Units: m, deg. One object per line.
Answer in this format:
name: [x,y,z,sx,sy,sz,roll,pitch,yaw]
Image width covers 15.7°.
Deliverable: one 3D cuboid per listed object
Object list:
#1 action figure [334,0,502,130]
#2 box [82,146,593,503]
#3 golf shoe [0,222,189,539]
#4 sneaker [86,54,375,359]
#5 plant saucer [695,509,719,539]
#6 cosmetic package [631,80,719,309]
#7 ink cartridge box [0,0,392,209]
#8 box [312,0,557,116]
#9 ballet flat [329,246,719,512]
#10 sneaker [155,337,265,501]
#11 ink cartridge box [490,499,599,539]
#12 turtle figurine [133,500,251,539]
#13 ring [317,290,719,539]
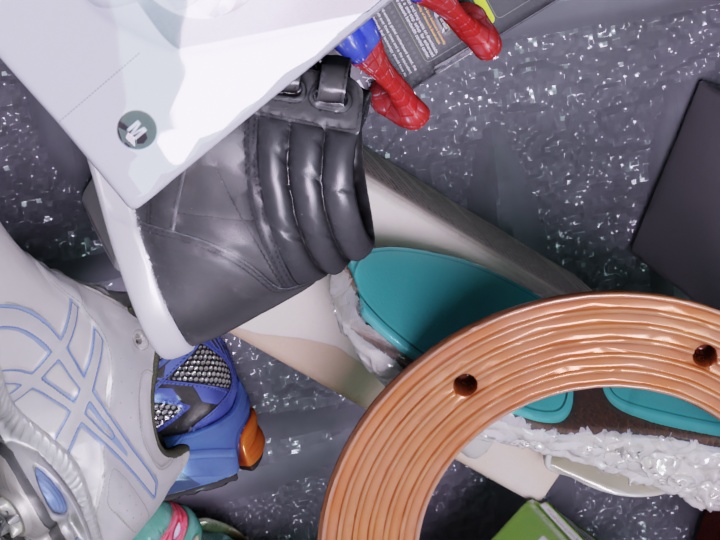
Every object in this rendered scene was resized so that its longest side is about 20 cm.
action figure: [-0.037,-0.140,0.923,0.065,0.099,0.200,-44,136,1]
box: [0.000,0.000,1.005,0.200,0.095,0.078,30,99,-21]
golf shoe: [-0.120,0.021,0.925,0.097,0.078,0.200,-39,132,-30]
sneaker: [-0.053,-0.077,0.889,0.099,0.071,0.200,-17,100,6]
plant saucer: [0.237,0.079,1.047,0.200,0.200,0.037,-25,96,-5]
cosmetic package: [0.195,-0.001,1.000,0.107,0.200,0.090,16,105,-22]
ink cartridge box: [-0.059,-0.155,0.816,0.200,0.041,0.200,-41,100,6]
box: [0.015,-0.180,0.974,0.160,0.044,0.200,-32,114,-3]
ballet flat: [0.072,0.051,0.960,0.200,0.072,0.072,18,103,-18]
sneaker: [-0.139,0.058,1.007,0.200,0.075,0.079,-14,103,-19]
ink cartridge box: [0.085,0.196,1.059,0.148,0.076,0.200,-47,141,4]
turtle figurine: [-0.052,0.152,1.040,0.149,0.101,0.200,-26,128,8]
ring: [0.084,0.097,0.920,0.200,0.019,0.201,-1,112,-2]
